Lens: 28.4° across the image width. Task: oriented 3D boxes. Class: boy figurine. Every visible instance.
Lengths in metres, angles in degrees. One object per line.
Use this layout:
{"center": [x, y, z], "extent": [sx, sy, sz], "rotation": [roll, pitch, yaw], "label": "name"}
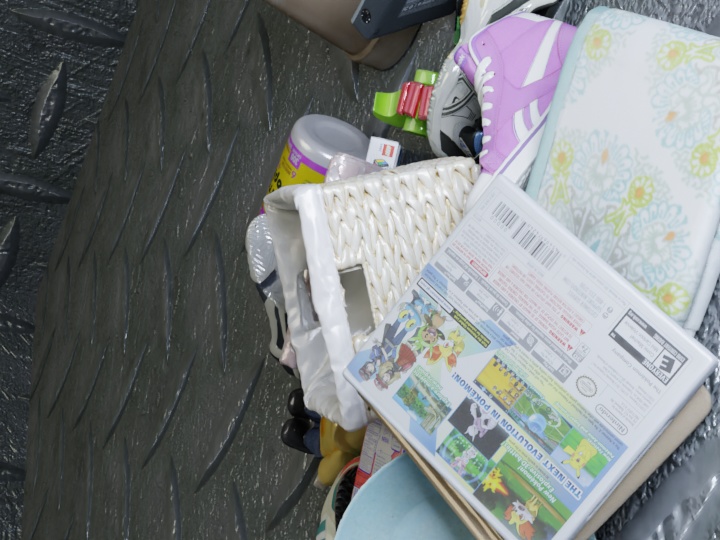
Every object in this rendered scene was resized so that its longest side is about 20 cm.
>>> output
{"center": [-0.026, 0.167, 1.486], "extent": [0.200, 0.064, 0.126], "rotation": [174, 110, -72], "label": "boy figurine"}

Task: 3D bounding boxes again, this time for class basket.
{"center": [0.020, 0.013, 1.213], "extent": [0.200, 0.159, 0.201], "rotation": [-174, 72, -77], "label": "basket"}

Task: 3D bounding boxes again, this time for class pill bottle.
{"center": [-0.062, -0.072, 1.661], "extent": [0.105, 0.103, 0.202], "rotation": [-108, 36, -54], "label": "pill bottle"}

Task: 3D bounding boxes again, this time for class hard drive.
{"center": [0.083, -0.318, 1.389], "extent": [0.033, 0.139, 0.201], "rotation": [51, 138, 16], "label": "hard drive"}

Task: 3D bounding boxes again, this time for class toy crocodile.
{"center": [0.071, -0.166, 1.422], "extent": [0.200, 0.061, 0.069], "rotation": [-156, 79, -69], "label": "toy crocodile"}

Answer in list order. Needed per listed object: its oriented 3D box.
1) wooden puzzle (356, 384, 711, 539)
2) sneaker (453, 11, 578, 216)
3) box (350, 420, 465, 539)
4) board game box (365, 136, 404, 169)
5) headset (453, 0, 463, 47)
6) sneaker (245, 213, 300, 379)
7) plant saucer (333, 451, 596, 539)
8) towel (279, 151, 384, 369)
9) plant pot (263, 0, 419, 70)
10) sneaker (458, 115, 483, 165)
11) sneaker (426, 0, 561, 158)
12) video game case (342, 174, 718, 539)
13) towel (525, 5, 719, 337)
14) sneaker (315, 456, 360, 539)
{"center": [0.116, 0.086, 0.991], "extent": [0.185, 0.037, 0.200], "rotation": [-47, 66, 11], "label": "wooden puzzle"}
{"center": [0.109, -0.121, 1.129], "extent": [0.201, 0.113, 0.073], "rotation": [-56, -17, -25], "label": "sneaker"}
{"center": [0.073, 0.178, 1.168], "extent": [0.200, 0.093, 0.104], "rotation": [-173, 95, -69], "label": "box"}
{"center": [0.007, -0.035, 1.493], "extent": [0.126, 0.034, 0.203], "rotation": [-13, -63, -86], "label": "board game box"}
{"center": [0.111, -0.271, 1.334], "extent": [0.201, 0.092, 0.125], "rotation": [116, 158, -61], "label": "headset"}
{"center": [-0.082, 0.044, 1.621], "extent": [0.200, 0.079, 0.130], "rotation": [57, 155, 10], "label": "sneaker"}
{"center": [0.076, 0.224, 1.037], "extent": [0.039, 0.198, 0.204], "rotation": [36, -115, -83], "label": "plant saucer"}
{"center": [0.000, 0.000, 1.382], "extent": [0.032, 0.190, 0.203], "rotation": [14, 91, 30], "label": "towel"}
{"center": [-0.027, -0.349, 1.634], "extent": [0.200, 0.171, 0.203], "rotation": [-167, 90, -71], "label": "plant pot"}
{"center": [0.119, -0.086, 1.207], "extent": [0.078, 0.088, 0.203], "rotation": [-172, 89, -70], "label": "sneaker"}
{"center": [0.121, -0.177, 1.262], "extent": [0.076, 0.087, 0.202], "rotation": [-38, -30, -56], "label": "sneaker"}
{"center": [0.109, 0.066, 0.965], "extent": [0.200, 0.022, 0.183], "rotation": [43, 100, 24], "label": "video game case"}
{"center": [0.196, -0.071, 0.997], "extent": [0.170, 0.048, 0.203], "rotation": [29, 109, 47], "label": "towel"}
{"center": [-0.012, 0.278, 1.403], "extent": [0.093, 0.069, 0.203], "rotation": [-95, 18, -82], "label": "sneaker"}
